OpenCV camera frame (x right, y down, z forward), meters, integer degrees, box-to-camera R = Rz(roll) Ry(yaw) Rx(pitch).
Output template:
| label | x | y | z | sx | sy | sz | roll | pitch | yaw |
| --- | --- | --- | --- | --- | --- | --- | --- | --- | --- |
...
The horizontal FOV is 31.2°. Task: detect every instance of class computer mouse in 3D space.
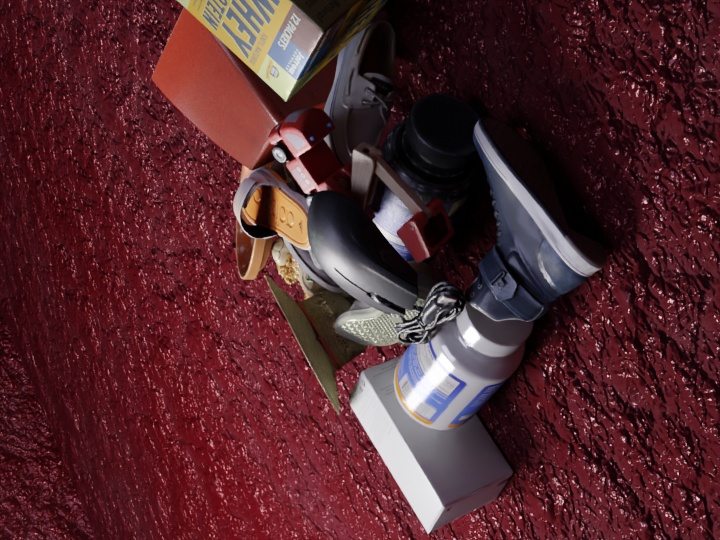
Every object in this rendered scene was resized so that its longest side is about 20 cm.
| label | x | y | z | sx | sy | sz | roll | pitch | yaw |
| --- | --- | --- | --- | --- | --- | --- | --- | --- | --- |
| computer mouse | 0.010 | 0.001 | 1.367 | 0.200 | 0.053 | 0.139 | 45 | 149 | 1 |

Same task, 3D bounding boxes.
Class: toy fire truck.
| label | x | y | z | sx | sy | sz | roll | pitch | yaw |
| --- | --- | --- | --- | --- | --- | --- | --- | --- | --- |
| toy fire truck | -0.002 | -0.094 | 1.378 | 0.140 | 0.049 | 0.201 | -22 | 105 | 53 |

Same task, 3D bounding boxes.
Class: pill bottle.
| label | x | y | z | sx | sy | sz | roll | pitch | yaw |
| --- | --- | --- | --- | --- | --- | --- | --- | --- | --- |
| pill bottle | 0.119 | 0.092 | 1.459 | 0.113 | 0.111 | 0.200 | 60 | 148 | 19 |
| pill bottle | 0.066 | -0.099 | 1.439 | 0.113 | 0.111 | 0.201 | 58 | 149 | 22 |

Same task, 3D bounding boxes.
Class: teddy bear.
| label | x | y | z | sx | sy | sz | roll | pitch | yaw |
| --- | --- | --- | --- | --- | --- | --- | --- | --- | --- |
| teddy bear | -0.060 | -0.013 | 1.753 | 0.200 | 0.066 | 0.147 | 42 | 138 | 40 |

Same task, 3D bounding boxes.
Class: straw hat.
| label | x | y | z | sx | sy | sz | roll | pitch | yaw |
| --- | --- | --- | --- | --- | --- | --- | --- | --- | --- |
| straw hat | -0.038 | 0.074 | 1.631 | 0.203 | 0.084 | 0.201 | 61 | 177 | 5 |

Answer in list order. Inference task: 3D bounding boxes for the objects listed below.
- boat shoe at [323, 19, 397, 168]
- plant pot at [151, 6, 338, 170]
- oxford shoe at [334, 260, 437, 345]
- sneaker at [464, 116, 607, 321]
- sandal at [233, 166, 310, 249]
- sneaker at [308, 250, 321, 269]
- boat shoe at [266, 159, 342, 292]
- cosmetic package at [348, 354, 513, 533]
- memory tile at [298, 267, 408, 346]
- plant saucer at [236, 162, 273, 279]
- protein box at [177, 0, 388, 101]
| label | x | y | z | sx | sy | sz | roll | pitch | yaw |
| --- | --- | --- | --- | --- | --- | --- | --- | --- | --- |
| boat shoe | 0.008 | -0.197 | 1.466 | 0.070 | 0.070 | 0.203 | -27 | 45 | 49 |
| plant pot | -0.112 | -0.246 | 1.595 | 0.177 | 0.199 | 0.200 | 57 | 149 | 7 |
| oxford shoe | 0.033 | 0.041 | 1.505 | 0.200 | 0.074 | 0.059 | -36 | 38 | 56 |
| sneaker | 0.145 | -0.044 | 1.334 | 0.146 | 0.076 | 0.204 | -46 | 65 | 36 |
| sandal | -0.116 | -0.075 | 1.573 | 0.206 | 0.058 | 0.080 | 29 | 121 | 58 |
| sneaker | 0.000 | 0.000 | 1.562 | 0.074 | 0.115 | 0.201 | -39 | 79 | 39 |
| boat shoe | -0.064 | -0.063 | 1.634 | 0.060 | 0.071 | 0.201 | -46 | 58 | 25 |
| cosmetic package | 0.084 | 0.204 | 1.584 | 0.201 | 0.112 | 0.081 | 60 | 150 | 24 |
| memory tile | -0.005 | 0.015 | 1.659 | 0.198 | 0.017 | 0.156 | 6 | 107 | 40 |
| plant saucer | -0.146 | -0.088 | 1.826 | 0.200 | 0.032 | 0.204 | -176 | 90 | -77 |
| protein box | -0.076 | -0.337 | 1.400 | 0.200 | 0.199 | 0.135 | 42 | 147 | 1 |
